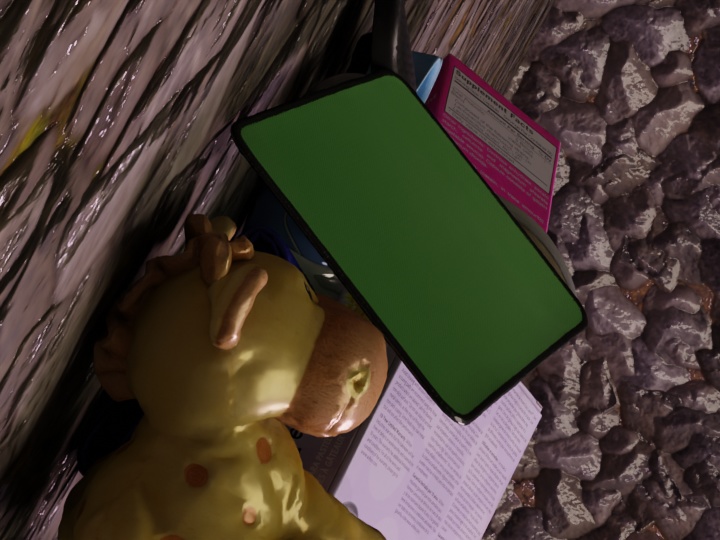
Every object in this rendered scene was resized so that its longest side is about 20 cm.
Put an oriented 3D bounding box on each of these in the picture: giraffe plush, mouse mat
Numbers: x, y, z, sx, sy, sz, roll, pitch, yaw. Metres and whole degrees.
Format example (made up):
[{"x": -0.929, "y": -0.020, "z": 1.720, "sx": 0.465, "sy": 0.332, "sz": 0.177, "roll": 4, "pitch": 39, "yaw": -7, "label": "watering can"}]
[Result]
[{"x": -0.055, "y": 0.064, "z": 0.954, "sx": 0.200, "sy": 0.172, "sz": 0.163, "roll": 11, "pitch": 99, "yaw": -42, "label": "giraffe plush"}, {"x": 0.028, "y": -0.017, "z": 1.050, "sx": 0.008, "sy": 0.161, "sz": 0.200, "roll": -39, "pitch": 175, "yaw": 24, "label": "mouse mat"}]

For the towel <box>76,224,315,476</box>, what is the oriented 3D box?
[{"x": -0.049, "y": 0.088, "z": 1.135, "sx": 0.148, "sy": 0.049, "sz": 0.200, "roll": -53, "pitch": 148, "yaw": -17, "label": "towel"}]

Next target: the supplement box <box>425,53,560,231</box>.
[{"x": 0.048, "y": -0.024, "z": 1.440, "sx": 0.101, "sy": 0.103, "sz": 0.200, "roll": -41, "pitch": -161, "yaw": 33, "label": "supplement box"}]

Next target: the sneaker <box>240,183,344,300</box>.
[{"x": 0.000, "y": 0.000, "z": 1.238, "sx": 0.200, "sy": 0.076, "sz": 0.077, "roll": 31, "pitch": 72, "yaw": -62, "label": "sneaker"}]

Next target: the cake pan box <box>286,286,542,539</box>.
[{"x": 0.012, "y": 0.112, "z": 1.166, "sx": 0.185, "sy": 0.052, "sz": 0.200, "roll": -62, "pitch": 152, "yaw": -11, "label": "cake pan box"}]

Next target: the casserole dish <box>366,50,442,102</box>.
[{"x": -0.015, "y": -0.048, "z": 1.348, "sx": 0.200, "sy": 0.039, "sz": 0.121, "roll": -60, "pitch": 176, "yaw": -22, "label": "casserole dish"}]

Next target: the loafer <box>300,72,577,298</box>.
[{"x": 0.037, "y": -0.011, "z": 1.161, "sx": 0.075, "sy": 0.200, "sz": 0.070, "roll": -37, "pitch": -149, "yaw": 21, "label": "loafer"}]

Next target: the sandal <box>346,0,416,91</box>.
[{"x": 0.005, "y": -0.089, "z": 1.219, "sx": 0.200, "sy": 0.045, "sz": 0.075, "roll": 82, "pitch": 9, "yaw": -59, "label": "sandal"}]
